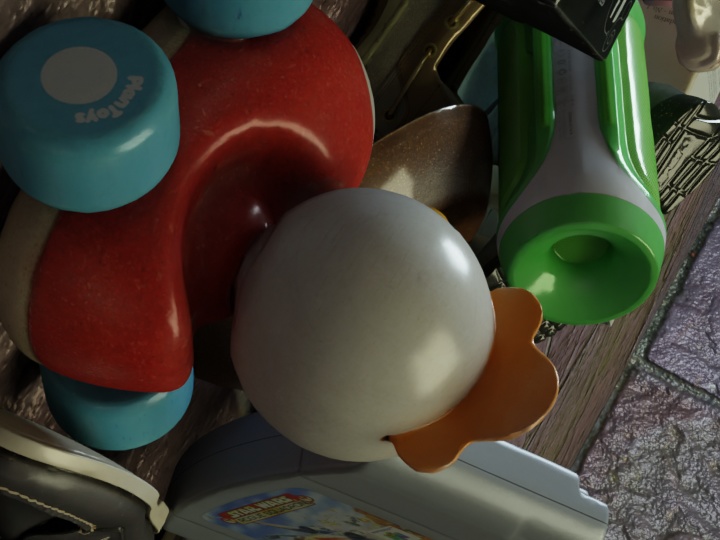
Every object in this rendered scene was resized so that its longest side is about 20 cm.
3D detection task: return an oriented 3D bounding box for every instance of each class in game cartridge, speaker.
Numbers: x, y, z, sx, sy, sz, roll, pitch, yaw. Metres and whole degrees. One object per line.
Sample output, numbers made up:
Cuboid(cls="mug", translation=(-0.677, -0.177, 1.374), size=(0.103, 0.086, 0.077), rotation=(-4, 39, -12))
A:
Cuboid(cls="game cartridge", translation=(-0.004, 0.103, 0.696), size=(0.199, 0.132, 0.042), rotation=(-27, -132, 55))
Cuboid(cls="speaker", translation=(0.110, -0.073, 0.816), size=(0.089, 0.087, 0.202), rotation=(99, -4, -49))

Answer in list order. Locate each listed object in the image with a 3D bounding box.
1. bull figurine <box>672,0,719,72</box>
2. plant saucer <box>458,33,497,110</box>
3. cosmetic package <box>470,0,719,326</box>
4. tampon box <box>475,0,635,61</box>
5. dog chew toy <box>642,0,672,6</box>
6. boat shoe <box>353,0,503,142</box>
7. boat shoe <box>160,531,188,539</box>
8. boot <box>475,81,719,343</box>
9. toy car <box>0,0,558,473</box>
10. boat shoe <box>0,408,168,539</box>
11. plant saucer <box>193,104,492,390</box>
Cuboid(cls="bull figurine", translation=(0.155, -0.178, 0.631), size=(0.121, 0.065, 0.202), rotation=(-15, 130, -66))
Cuboid(cls="plant saucer", translation=(0.082, -0.155, 0.957), size=(0.202, 0.038, 0.202), rotation=(-56, 163, -26))
Cuboid(cls="cosmetic package", translation=(0.149, -0.080, 1.006), size=(0.202, 0.102, 0.073), rotation=(-63, 155, -18))
Cuboid(cls="tampon box", translation=(0.088, -0.218, 0.703), size=(0.202, 0.125, 0.150), rotation=(-64, 164, 6))
Cuboid(cls="dog chew toy", translation=(0.178, -0.251, 0.892), size=(0.124, 0.123, 0.203), rotation=(-26, 121, -66))
Cuboid(cls="boat shoe", translation=(0.027, -0.092, 0.821), size=(0.202, 0.066, 0.074), rotation=(-65, 165, 7))
Cuboid(cls="boat shoe", translation=(-0.090, 0.198, 0.901), size=(0.202, 0.068, 0.075), rotation=(-67, 165, 10))
Cuboid(cls="boot", translation=(0.102, -0.047, 0.912), size=(0.200, 0.130, 0.068), rotation=(-41, 131, -11))
Cuboid(cls="toy car", translation=(-0.011, -0.005, 0.580), size=(0.177, 0.198, 0.185), rotation=(-53, 162, -33))
Cuboid(cls="boat shoe", translation=(-0.122, 0.102, 0.633), size=(0.063, 0.072, 0.200), rotation=(-63, 170, -13))
Cuboid(cls="plant saucer", translation=(0.000, 0.000, 0.809), size=(0.200, 0.037, 0.201), rotation=(-38, 165, -12))
